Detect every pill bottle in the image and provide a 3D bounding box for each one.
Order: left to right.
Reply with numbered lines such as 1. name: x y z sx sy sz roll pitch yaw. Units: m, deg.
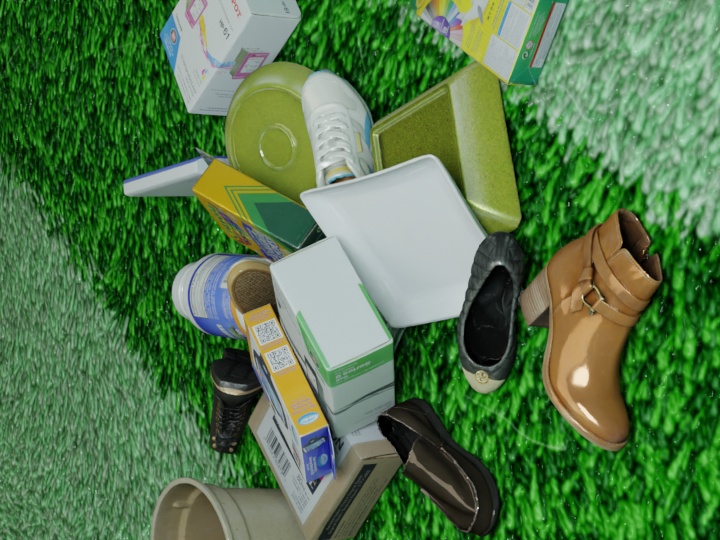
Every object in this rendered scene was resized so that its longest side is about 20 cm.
1. pill bottle: -0.163 0.034 1.864 0.200 0.112 0.113 3 94 54

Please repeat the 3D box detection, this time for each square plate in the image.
1. square plate: 0.059 -0.031 1.527 0.197 0.028 0.200 -13 121 43

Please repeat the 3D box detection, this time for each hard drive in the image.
1. hard drive: -0.212 -0.125 1.906 0.200 0.131 0.026 -9 85 53

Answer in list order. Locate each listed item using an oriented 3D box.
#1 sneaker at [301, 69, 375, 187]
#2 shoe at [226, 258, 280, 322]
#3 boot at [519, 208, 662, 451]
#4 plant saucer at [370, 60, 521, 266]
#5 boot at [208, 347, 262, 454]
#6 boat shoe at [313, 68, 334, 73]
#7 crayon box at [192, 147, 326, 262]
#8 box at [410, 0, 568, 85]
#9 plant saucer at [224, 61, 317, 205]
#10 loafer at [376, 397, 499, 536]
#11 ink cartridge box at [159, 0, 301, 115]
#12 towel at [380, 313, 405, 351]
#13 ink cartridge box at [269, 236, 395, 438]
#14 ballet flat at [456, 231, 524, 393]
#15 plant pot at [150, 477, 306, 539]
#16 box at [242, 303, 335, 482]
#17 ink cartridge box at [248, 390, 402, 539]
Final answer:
1. sneaker: -0.020 -0.134 1.633 0.076 0.081 0.201 -18 88 14
2. shoe: -0.107 0.030 1.709 0.070 0.200 0.053 -43 55 4
3. boot: 0.242 0.055 1.364 0.155 0.076 0.201 -45 49 39
4. plant saucer: 0.078 -0.112 1.561 0.199 0.048 0.201 -27 65 47
5. boot: -0.164 0.185 1.839 0.200 0.077 0.139 -60 -16 -85
6. boat shoe: -0.079 -0.155 1.779 0.072 0.066 0.202 42 124 45
7. crayon box: -0.116 -0.059 1.696 0.199 0.126 0.052 30 77 28
8. box: 0.131 -0.291 1.510 0.200 0.048 0.118 45 126 40
9. plant saucer: -0.095 -0.152 1.734 0.199 0.031 0.201 11 110 33
10. loafer: 0.079 0.222 1.578 0.200 0.071 0.073 47 127 42
11. ink cartridge box: -0.175 -0.324 1.888 0.200 0.084 0.145 -49 54 41
12. towel: 0.000 0.000 1.711 0.200 0.031 0.150 53 130 38
13. ink cartridge box: -0.028 0.079 1.593 0.146 0.084 0.200 59 168 26
14. ballet flat: 0.131 0.050 1.479 0.066 0.057 0.201 11 126 12
15. plant pot: -0.135 0.348 1.778 0.200 0.183 0.202 4 96 53
16. box: -0.080 0.152 1.651 0.119 0.041 0.201 87 161 -56
17. ink cartridge box: -0.045 0.204 1.743 0.200 0.075 0.165 58 135 36
